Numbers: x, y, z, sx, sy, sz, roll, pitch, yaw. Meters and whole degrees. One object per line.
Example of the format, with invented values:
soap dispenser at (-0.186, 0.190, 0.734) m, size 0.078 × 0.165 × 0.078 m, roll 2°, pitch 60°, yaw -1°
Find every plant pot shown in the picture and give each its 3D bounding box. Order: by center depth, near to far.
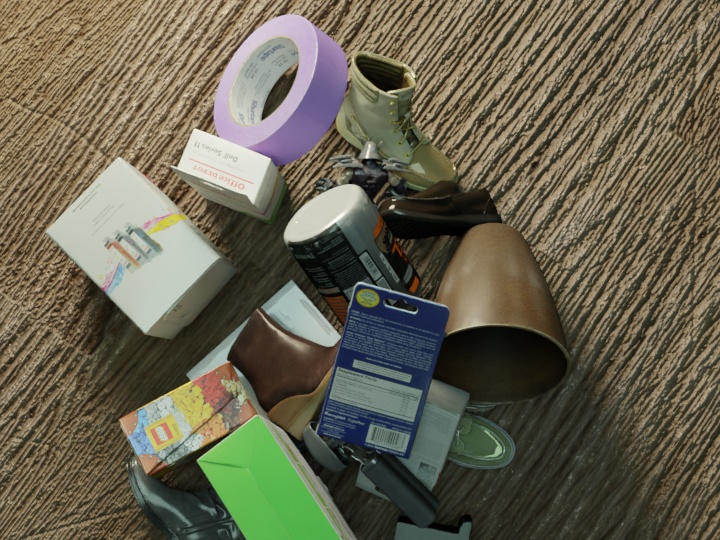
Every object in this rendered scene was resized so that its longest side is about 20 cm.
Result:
plant pot at (0.176, 0.043, 1.226) m, size 0.185 × 0.187 × 0.201 m, roll 3°, pitch 52°, yaw 4°

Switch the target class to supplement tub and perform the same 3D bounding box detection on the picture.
supplement tub at (0.000, 0.000, 1.201) m, size 0.122 × 0.123 × 0.200 m, roll -35°, pitch 116°, yaw -1°

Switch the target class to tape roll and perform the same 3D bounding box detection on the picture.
tape roll at (-0.112, -0.247, 1.279) m, size 0.199 × 0.065 × 0.201 m, roll -20°, pitch 58°, yaw 36°

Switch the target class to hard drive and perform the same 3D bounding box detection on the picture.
hard drive at (-0.128, 0.129, 1.312) m, size 0.200 × 0.025 × 0.132 m, roll -42°, pitch 82°, yaw -2°

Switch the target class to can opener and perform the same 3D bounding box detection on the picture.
can opener at (0.011, 0.259, 1.197) m, size 0.200 × 0.053 × 0.067 m, roll 45°, pitch 112°, yaw -4°

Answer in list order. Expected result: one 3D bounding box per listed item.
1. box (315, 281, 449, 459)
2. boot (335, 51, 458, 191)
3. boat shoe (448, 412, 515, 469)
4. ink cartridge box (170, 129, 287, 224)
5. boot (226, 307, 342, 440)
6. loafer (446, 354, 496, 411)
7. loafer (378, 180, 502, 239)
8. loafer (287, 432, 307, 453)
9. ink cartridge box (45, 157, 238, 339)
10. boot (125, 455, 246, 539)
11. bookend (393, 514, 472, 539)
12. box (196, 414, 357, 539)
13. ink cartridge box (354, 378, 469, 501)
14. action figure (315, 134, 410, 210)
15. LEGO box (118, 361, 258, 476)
box at (0.028, 0.118, 1.122) m, size 0.120 × 0.032 × 0.201 m, roll 15°, pitch 105°, yaw 2°
boot at (0.060, -0.200, 1.271) m, size 0.199 × 0.155 × 0.072 m, roll 35°, pitch 63°, yaw 8°
boat shoe at (0.115, 0.221, 1.268) m, size 0.199 × 0.062 × 0.072 m, roll 19°, pitch 85°, yaw 6°
ink cartridge box at (-0.173, -0.128, 1.257) m, size 0.116 × 0.200 × 0.068 m, roll 22°, pitch 85°, yaw 5°
boot at (-0.088, 0.107, 1.222) m, size 0.166 × 0.072 × 0.200 m, roll 46°, pitch 119°, yaw 21°
loafer at (0.101, 0.138, 1.278) m, size 0.199 × 0.063 × 0.072 m, roll 26°, pitch 86°, yaw 6°
loafer at (0.103, -0.086, 1.271) m, size 0.199 × 0.073 × 0.072 m, roll 1°, pitch 72°, yaw -36°
loafer at (-0.019, 0.189, 1.268) m, size 0.063 × 0.072 × 0.200 m, roll 36°, pitch 108°, yaw -26°
ink cartridge box at (-0.293, -0.025, 1.280) m, size 0.145 × 0.145 × 0.200 m, roll -45°, pitch 84°, yaw -2°
boot at (-0.227, 0.316, 1.286) m, size 0.131 × 0.070 × 0.201 m, roll -33°, pitch 89°, yaw -7°
bookend at (0.036, 0.412, 1.237) m, size 0.199 × 0.092 × 0.200 m, roll 9°, pitch 82°, yaw 6°
box at (-0.090, 0.291, 1.140) m, size 0.096 × 0.177 × 0.200 m, roll -35°, pitch 76°, yaw -6°
ink cartridge box at (0.064, 0.225, 1.223) m, size 0.108 × 0.050 × 0.201 m, roll 21°, pitch 128°, yaw 11°
action figure at (-0.001, -0.088, 1.277) m, size 0.129 × 0.069 × 0.201 m, roll 5°, pitch 108°, yaw -11°
LEGO box at (-0.216, 0.195, 1.183) m, size 0.148 × 0.200 × 0.077 m, roll -27°, pitch 83°, yaw -15°
